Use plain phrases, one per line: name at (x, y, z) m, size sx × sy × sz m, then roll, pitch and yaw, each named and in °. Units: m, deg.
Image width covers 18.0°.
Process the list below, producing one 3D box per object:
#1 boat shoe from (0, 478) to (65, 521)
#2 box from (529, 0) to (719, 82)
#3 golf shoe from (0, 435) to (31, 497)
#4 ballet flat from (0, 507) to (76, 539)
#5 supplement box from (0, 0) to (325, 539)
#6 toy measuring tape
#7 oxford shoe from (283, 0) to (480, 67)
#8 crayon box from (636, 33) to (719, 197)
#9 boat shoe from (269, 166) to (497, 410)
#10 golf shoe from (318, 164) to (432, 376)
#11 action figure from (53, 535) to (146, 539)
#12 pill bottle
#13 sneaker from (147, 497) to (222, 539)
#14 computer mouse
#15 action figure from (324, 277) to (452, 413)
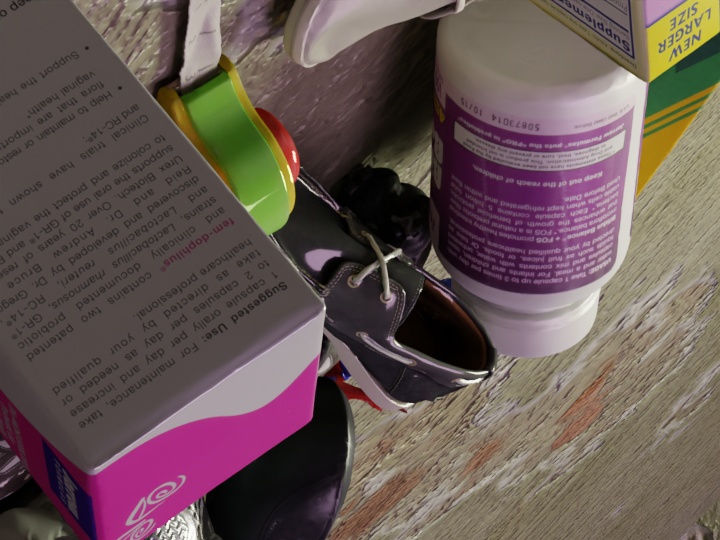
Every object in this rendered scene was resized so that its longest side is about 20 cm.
boat shoe at (-0.158, 0.130, 1.270) m, size 0.060 × 0.074 × 0.200 m, roll -1°, pitch -145°, yaw 43°
box at (0.147, -0.215, 0.956) m, size 0.176 × 0.097 × 0.201 m, roll -35°, pitch 143°, yaw -20°
golf shoe at (-0.169, 0.057, 1.044) m, size 0.200 × 0.078 × 0.094 m, roll -34°, pitch 166°, yaw 14°
ballet flat at (-0.185, 0.155, 1.137) m, size 0.199 × 0.069 × 0.068 m, roll -8°, pitch 173°, yaw 26°
supplement box at (-0.111, -0.013, 0.809) m, size 0.103 × 0.200 × 0.101 m, roll -35°, pitch 161°, yaw -19°
toy measuring tape at (-0.057, -0.062, 1.019) m, size 0.073 × 0.074 × 0.200 m, roll -33°, pitch 160°, yaw -25°
oxford shoe at (0.051, -0.153, 1.055) m, size 0.200 × 0.058 × 0.075 m, roll -35°, pitch 164°, yaw -14°
crayon box at (0.171, -0.130, 1.276) m, size 0.200 × 0.051 × 0.127 m, roll -58°, pitch -170°, yaw 43°
boat shoe at (0.000, 0.000, 1.169) m, size 0.200 × 0.067 × 0.072 m, roll 47°, pitch 49°, yaw -39°
golf shoe at (-0.030, 0.033, 1.285) m, size 0.200 × 0.078 × 0.095 m, roll -40°, pitch 162°, yaw -1°
action figure at (-0.096, 0.051, 1.096) m, size 0.118 × 0.054 × 0.201 m, roll -52°, pitch -164°, yaw 45°
pill bottle at (0.091, -0.052, 1.204) m, size 0.112 × 0.112 × 0.201 m, roll -31°, pitch 142°, yaw -29°
sneaker at (-0.126, 0.123, 1.184) m, size 0.115 × 0.201 × 0.075 m, roll -17°, pitch 176°, yaw 43°
computer mouse at (-0.061, 0.144, 1.215) m, size 0.052 × 0.139 × 0.201 m, roll 9°, pitch 118°, yaw -25°
action figure at (0.006, 0.048, 1.340) m, size 0.199 × 0.052 × 0.066 m, roll -16°, pitch -146°, yaw 18°
